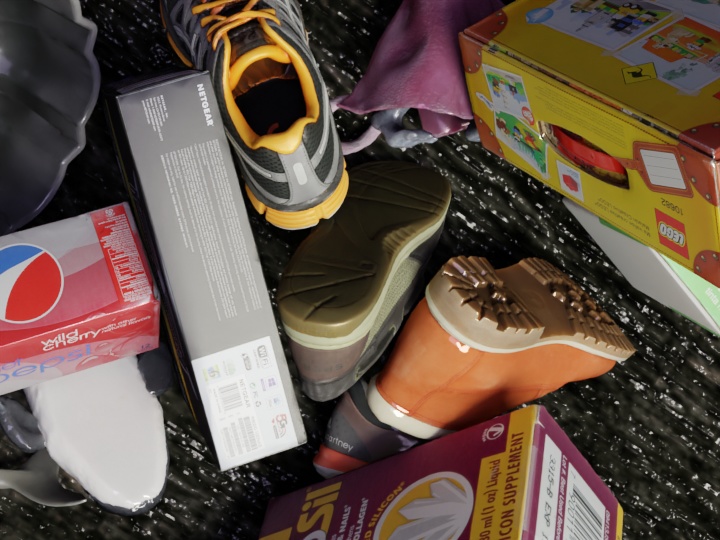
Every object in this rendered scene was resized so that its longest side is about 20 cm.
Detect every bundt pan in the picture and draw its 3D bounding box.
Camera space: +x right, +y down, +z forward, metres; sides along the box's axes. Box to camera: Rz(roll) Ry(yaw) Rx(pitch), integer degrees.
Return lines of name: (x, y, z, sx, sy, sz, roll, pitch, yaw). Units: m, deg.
bundt pan: (-0.238, -0.091, 0.735, 0.076, 0.202, 0.203, 37, 92, 28)

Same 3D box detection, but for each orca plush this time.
orca plush: (-0.180, 0.062, 0.818, 0.200, 0.071, 0.105, 44, 60, 7)

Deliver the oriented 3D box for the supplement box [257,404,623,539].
supplement box: (0.037, 0.179, 0.779, 0.198, 0.132, 0.103, -24, 122, 30)

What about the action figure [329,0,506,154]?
action figure: (0.051, -0.175, 0.820, 0.147, 0.133, 0.203, -7, 89, 34)

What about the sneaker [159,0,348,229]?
sneaker: (-0.061, -0.124, 0.771, 0.077, 0.077, 0.202, -26, 69, -4)

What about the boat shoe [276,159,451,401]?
boat shoe: (0.001, 0.001, 0.791, 0.071, 0.201, 0.067, 14, 121, 11)

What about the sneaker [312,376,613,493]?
sneaker: (0.073, 0.112, 0.870, 0.197, 0.077, 0.083, 13, 91, -12)

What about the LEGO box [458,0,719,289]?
LEGO box: (0.168, -0.093, 0.706, 0.148, 0.200, 0.078, -30, 127, -17)

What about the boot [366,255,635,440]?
boot: (0.085, 0.052, 0.838, 0.198, 0.075, 0.108, 6, 127, -48)

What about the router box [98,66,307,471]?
router box: (-0.092, -0.009, 0.774, 0.052, 0.157, 0.203, -16, 103, -11)

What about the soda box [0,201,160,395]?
soda box: (-0.209, 0.030, 0.744, 0.197, 0.070, 0.064, -16, 68, -16)

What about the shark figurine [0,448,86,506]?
shark figurine: (-0.267, 0.084, 0.799, 0.128, 0.090, 0.215, -41, 102, 1)

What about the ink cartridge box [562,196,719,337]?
ink cartridge box: (0.236, -0.071, 0.826, 0.200, 0.146, 0.084, -44, 106, 1)
